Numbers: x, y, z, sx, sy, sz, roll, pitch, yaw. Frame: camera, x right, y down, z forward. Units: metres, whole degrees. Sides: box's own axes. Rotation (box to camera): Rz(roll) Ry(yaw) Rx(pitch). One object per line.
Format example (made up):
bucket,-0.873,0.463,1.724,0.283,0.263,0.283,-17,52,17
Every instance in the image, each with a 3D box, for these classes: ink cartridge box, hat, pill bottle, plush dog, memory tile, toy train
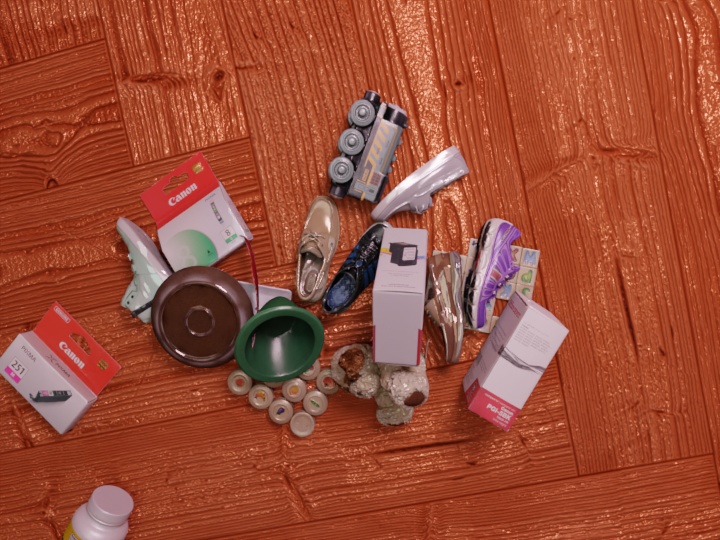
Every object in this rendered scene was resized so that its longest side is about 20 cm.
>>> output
ink cartridge box,0.069,0.039,0.978,0.081,0.201,0.149,3,122,6
hat,-0.162,0.077,1.084,0.162,0.177,0.203,8,121,-24
pill bottle,-0.534,0.539,1.138,0.111,0.112,0.203,30,96,3
ink cartridge box,-0.325,-0.104,1.107,0.159,0.050,0.202,-32,92,7
ink cartridge box,0.265,0.153,1.003,0.082,0.147,0.203,28,101,2
plush dog,0.028,0.180,1.042,0.168,0.201,0.164,9,61,-4
memory tile,-0.148,0.216,1.110,0.198,0.017,0.155,34,97,-5
toy train,0.012,-0.219,1.049,0.112,0.085,0.204,21,94,-8
ink cartridge box,-0.612,0.196,1.160,0.200,0.044,0.174,43,98,2

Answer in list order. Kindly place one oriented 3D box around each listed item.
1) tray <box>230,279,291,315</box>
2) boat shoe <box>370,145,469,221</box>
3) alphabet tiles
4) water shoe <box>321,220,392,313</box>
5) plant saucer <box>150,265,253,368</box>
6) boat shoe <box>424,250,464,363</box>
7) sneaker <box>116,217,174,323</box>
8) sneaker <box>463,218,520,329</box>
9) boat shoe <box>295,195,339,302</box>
tray,-0.234,0.072,1.107,0.195,0.022,0.110,10,103,-2
boat shoe,0.110,-0.143,1.051,0.198,0.072,0.069,-37,89,-2
alphabet tiles,0.224,0.029,1.075,0.195,0.008,0.171,10,95,5
water shoe,0.000,0.000,1.061,0.071,0.079,0.202,34,97,2
plant saucer,-0.301,0.094,1.081,0.195,0.032,0.205,-1,103,-4
boat shoe,0.153,0.067,1.050,0.070,0.076,0.205,-2,85,10
sneaker,-0.439,0.005,1.109,0.117,0.074,0.202,-35,92,1
sneaker,0.241,0.011,1.032,0.082,0.081,0.205,16,95,-1
boat shoe,-0.083,-0.042,1.068,0.070,0.065,0.205,10,86,7
